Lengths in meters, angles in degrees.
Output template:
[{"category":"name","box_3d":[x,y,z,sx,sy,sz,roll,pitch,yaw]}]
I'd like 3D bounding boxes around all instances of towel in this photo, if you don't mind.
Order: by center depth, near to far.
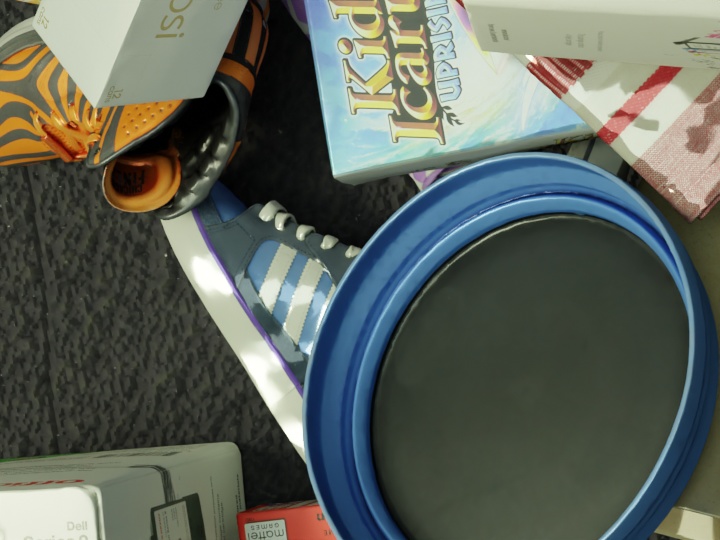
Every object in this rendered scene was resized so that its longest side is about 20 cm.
[{"category":"towel","box_3d":[0.119,-0.139,1.000,0.200,0.023,0.144,44,93,6]}]

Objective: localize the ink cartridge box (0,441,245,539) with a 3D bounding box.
[{"category":"ink cartridge box","box_3d":[-0.155,0.138,1.158,0.145,0.200,0.085,-5,90,17]}]

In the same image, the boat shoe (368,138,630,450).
[{"category":"boat shoe","box_3d":[0.064,0.013,1.102,0.065,0.072,0.201,26,89,10]}]

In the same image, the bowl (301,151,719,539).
[{"category":"bowl","box_3d":[0.065,0.050,1.017,0.200,0.039,0.202,-16,62,32]}]

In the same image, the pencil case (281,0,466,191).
[{"category":"pencil case","box_3d":[0.014,-0.132,1.169,0.085,0.084,0.200,-35,81,-10]}]

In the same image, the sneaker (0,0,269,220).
[{"category":"sneaker","box_3d":[-0.133,-0.074,1.177,0.199,0.077,0.113,-24,46,36]}]

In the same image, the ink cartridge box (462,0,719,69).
[{"category":"ink cartridge box","box_3d":[0.146,-0.159,0.913,0.199,0.145,0.148,4,88,6]}]

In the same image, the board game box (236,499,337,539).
[{"category":"board game box","box_3d":[0.027,0.211,1.185,0.150,0.046,0.201,-9,89,16]}]

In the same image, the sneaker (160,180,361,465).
[{"category":"sneaker","box_3d":[0.000,0.000,1.183,0.146,0.081,0.201,-33,76,4]}]

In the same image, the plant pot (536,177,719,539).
[{"category":"plant pot","box_3d":[0.179,0.023,1.084,0.186,0.187,0.201,13,82,16]}]

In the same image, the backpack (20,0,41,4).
[{"category":"backpack","box_3d":[-0.174,-0.228,1.194,0.199,0.151,0.179,19,90,10]}]

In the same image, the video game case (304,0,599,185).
[{"category":"video game case","box_3d":[0.061,-0.153,1.049,0.180,0.045,0.201,-10,87,14]}]

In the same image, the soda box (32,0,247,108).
[{"category":"soda box","box_3d":[-0.076,-0.169,1.048,0.064,0.068,0.201,51,131,29]}]
